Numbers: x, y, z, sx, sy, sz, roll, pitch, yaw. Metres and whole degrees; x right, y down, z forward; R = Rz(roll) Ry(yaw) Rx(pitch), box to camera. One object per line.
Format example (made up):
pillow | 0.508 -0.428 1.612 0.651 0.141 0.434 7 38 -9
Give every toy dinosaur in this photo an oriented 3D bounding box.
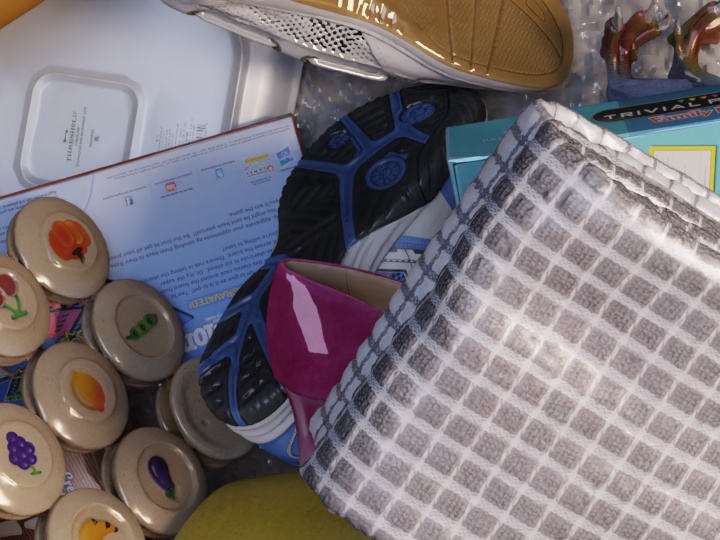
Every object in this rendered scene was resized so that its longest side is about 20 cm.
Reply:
toy dinosaur | 0.180 -0.036 0.889 0.200 0.105 0.182 -43 62 35

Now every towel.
towel | 0.102 0.057 0.744 0.200 0.086 0.166 30 106 -10

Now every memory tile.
memory tile | -0.132 0.065 0.865 0.017 0.200 0.153 -33 100 40

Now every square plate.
square plate | -0.132 -0.066 1.001 0.197 0.028 0.201 9 89 14

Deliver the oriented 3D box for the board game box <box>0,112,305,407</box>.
board game box | -0.112 0.004 0.949 0.199 0.019 0.103 -17 92 -13

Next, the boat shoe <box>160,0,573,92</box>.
boat shoe | 0.000 -0.121 0.935 0.199 0.069 0.071 16 64 -21

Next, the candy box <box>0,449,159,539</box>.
candy box | -0.148 0.163 0.977 0.115 0.055 0.201 -22 82 11

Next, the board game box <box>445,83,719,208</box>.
board game box | 0.142 0.006 0.799 0.199 0.047 0.152 -8 110 4

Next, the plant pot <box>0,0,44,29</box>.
plant pot | -0.166 -0.203 0.930 0.183 0.200 0.200 -43 79 8

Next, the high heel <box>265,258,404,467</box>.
high heel | 0.058 0.019 0.865 0.199 0.067 0.096 -12 118 -8

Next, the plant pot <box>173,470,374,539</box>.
plant pot | -0.011 0.163 0.884 0.142 0.200 0.201 22 92 22

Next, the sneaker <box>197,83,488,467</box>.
sneaker | 0.000 0.000 0.940 0.076 0.077 0.200 15 64 42
